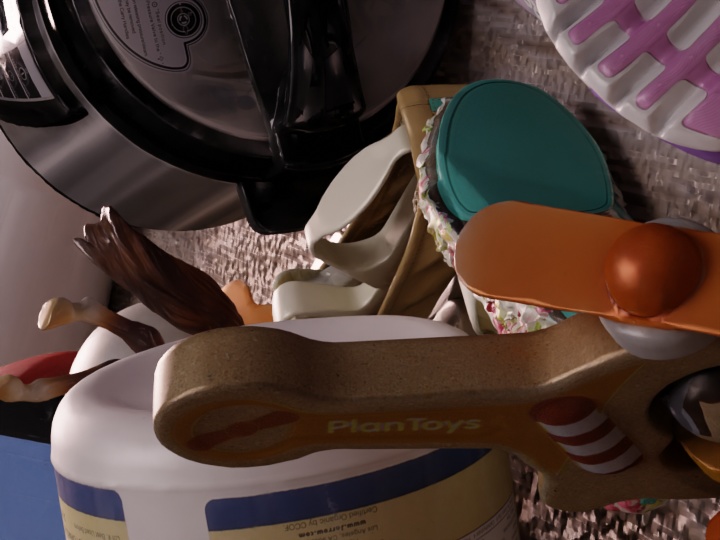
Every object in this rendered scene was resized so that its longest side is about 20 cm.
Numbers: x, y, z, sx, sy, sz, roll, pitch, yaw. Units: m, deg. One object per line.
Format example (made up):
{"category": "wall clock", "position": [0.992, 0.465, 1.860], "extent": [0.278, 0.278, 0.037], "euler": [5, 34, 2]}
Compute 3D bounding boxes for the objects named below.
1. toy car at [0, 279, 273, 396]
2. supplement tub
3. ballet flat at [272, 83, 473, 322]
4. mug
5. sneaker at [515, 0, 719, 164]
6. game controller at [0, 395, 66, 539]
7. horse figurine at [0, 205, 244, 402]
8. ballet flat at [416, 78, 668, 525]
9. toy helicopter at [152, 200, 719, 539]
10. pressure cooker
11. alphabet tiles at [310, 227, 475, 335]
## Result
{"category": "toy car", "position": [-0.100, 0.088, 1.136], "extent": [0.200, 0.184, 0.177], "euler": [-36, 45, 31]}
{"category": "supplement tub", "position": [-0.015, 0.126, 0.819], "extent": [0.144, 0.144, 0.200], "euler": [-154, 54, -70]}
{"category": "ballet flat", "position": [0.000, 0.000, 0.957], "extent": [0.200, 0.063, 0.069], "euler": [-59, 34, 38]}
{"category": "mug", "position": [-0.211, -0.022, 1.480], "extent": [0.187, 0.149, 0.153], "euler": [49, 121, 56]}
{"category": "sneaker", "position": [0.082, -0.096, 0.782], "extent": [0.080, 0.088, 0.200], "euler": [-38, 51, 0]}
{"category": "game controller", "position": [-0.116, 0.107, 1.048], "extent": [0.042, 0.200, 0.104], "euler": [76, -154, -70]}
{"category": "horse figurine", "position": [-0.078, 0.083, 0.888], "extent": [0.050, 0.133, 0.200], "euler": [8, 82, 52]}
{"category": "ballet flat", "position": [0.059, 0.008, 0.807], "extent": [0.200, 0.076, 0.064], "euler": [-111, 26, -57]}
{"category": "toy helicopter", "position": [0.048, 0.027, 0.635], "extent": [0.132, 0.200, 0.079], "euler": [96, 171, -62]}
{"category": "pressure cooker", "position": [-0.056, -0.115, 1.018], "extent": [0.179, 0.176, 0.200], "euler": [-58, 13, -18]}
{"category": "alphabet tiles", "position": [0.004, 0.067, 1.026], "extent": [0.196, 0.015, 0.200], "euler": [128, 143, -56]}
